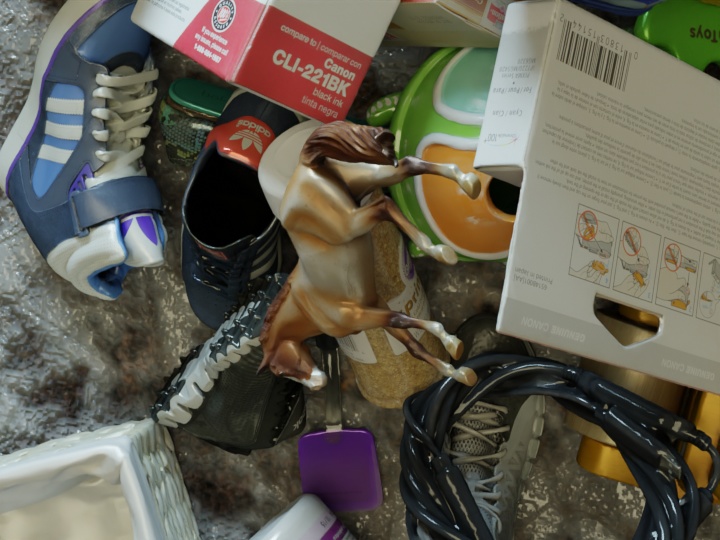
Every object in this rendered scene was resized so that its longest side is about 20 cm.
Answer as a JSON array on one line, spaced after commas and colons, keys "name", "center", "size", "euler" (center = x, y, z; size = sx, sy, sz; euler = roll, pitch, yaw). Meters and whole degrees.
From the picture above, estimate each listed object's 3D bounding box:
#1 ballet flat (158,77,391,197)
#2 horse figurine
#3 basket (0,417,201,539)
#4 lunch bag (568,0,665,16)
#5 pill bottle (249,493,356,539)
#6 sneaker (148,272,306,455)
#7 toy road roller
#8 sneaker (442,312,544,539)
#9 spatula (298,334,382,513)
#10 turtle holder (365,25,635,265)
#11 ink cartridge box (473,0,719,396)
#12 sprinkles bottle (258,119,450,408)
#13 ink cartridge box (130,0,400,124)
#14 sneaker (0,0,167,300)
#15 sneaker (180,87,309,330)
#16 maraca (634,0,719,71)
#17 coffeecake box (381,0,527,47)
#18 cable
[{"name": "ballet flat", "center": [-0.041, -0.074, 0.945], "size": [0.198, 0.074, 0.075], "euler": [17, 98, 9]}, {"name": "horse figurine", "center": [0.000, -0.008, 0.761], "size": [0.131, 0.050, 0.202], "euler": [19, 134, 25]}, {"name": "basket", "center": [-0.214, 0.190, 0.961], "size": [0.198, 0.123, 0.137], "euler": [-16, 93, 11]}, {"name": "lunch bag", "center": [0.112, -0.220, 0.727], "size": [0.082, 0.199, 0.163], "euler": [-12, 80, 47]}, {"name": "pill bottle", "center": [-0.008, 0.258, 0.941], "size": [0.112, 0.112, 0.200], "euler": [-43, 88, 10]}, {"name": "sneaker", "center": [-0.063, 0.068, 0.921], "size": [0.090, 0.067, 0.200], "euler": [34, 142, -11]}, {"name": "toy road roller", "center": [0.232, 0.093, 0.869], "size": [0.198, 0.146, 0.124], "euler": [16, 97, 7]}, {"name": "sneaker", "center": [0.079, 0.133, 0.913], "size": [0.074, 0.115, 0.203], "euler": [4, 97, 8]}, {"name": "spatula", "center": [-0.021, 0.070, 0.970], "size": [0.056, 0.021, 0.203], "euler": [-5, 94, 4]}, {"name": "turtle holder", "center": [0.109, -0.077, 0.868], "size": [0.131, 0.184, 0.143], "euler": [6, 101, 52]}, {"name": "ink cartridge box", "center": [0.146, -0.035, 0.788], "size": [0.044, 0.199, 0.178], "euler": [5, 80, 51]}, {"name": "sprinkles bottle", "center": [0.000, 0.000, 0.873], "size": [0.068, 0.069, 0.201], "euler": [-14, 134, 10]}, {"name": "ink cartridge box", "center": [-0.032, -0.202, 0.796], "size": [0.083, 0.144, 0.202], "euler": [19, 101, -37]}, {"name": "sneaker", "center": [-0.154, -0.076, 0.918], "size": [0.147, 0.080, 0.201], "euler": [48, 123, 20]}, {"name": "sneaker", "center": [-0.088, -0.023, 0.903], "size": [0.074, 0.085, 0.201], "euler": [19, 131, 5]}, {"name": "maraca", "center": [0.214, -0.211, 0.857], "size": [0.136, 0.107, 0.203], "euler": [-1, 90, -22]}, {"name": "coffeecake box", "center": [0.048, -0.240, 0.843], "size": [0.153, 0.073, 0.202], "euler": [12, 84, 52]}, {"name": "cable", "center": [0.105, 0.131, 0.848], "size": [0.199, 0.051, 0.164], "euler": [26, 74, 28]}]
